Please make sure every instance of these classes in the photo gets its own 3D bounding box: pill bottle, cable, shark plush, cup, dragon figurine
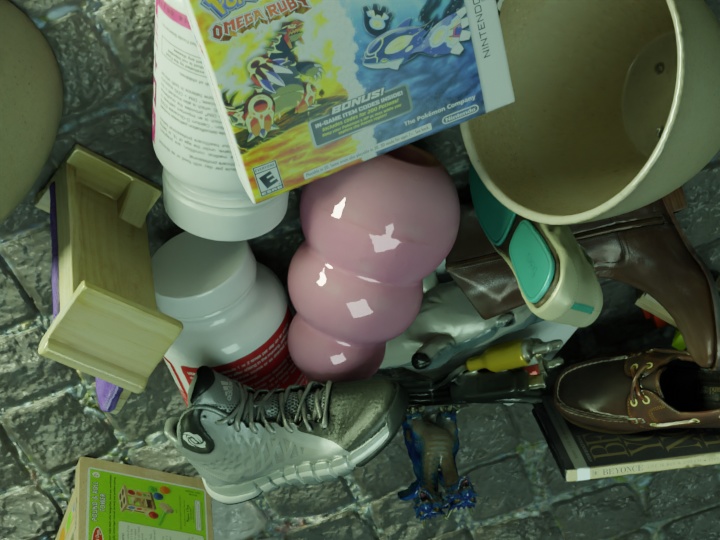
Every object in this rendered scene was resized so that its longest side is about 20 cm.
[{"bbox_3d":[-0.101,0.064,1.338,0.112,0.113,0.201,-16,130,5],"label":"pill bottle"},{"bbox_3d":[0.078,0.092,1.413,0.199,0.051,0.097,-6,161,15],"label":"cable"},{"bbox_3d":[0.095,0.034,1.365,0.199,0.091,0.083,-21,153,-18],"label":"shark plush"},{"bbox_3d":[-0.092,-0.128,1.180,0.113,0.114,0.201,0,129,-9],"label":"pill bottle"},{"bbox_3d":[0.190,-0.130,1.180,0.143,0.201,0.201,3,134,-43],"label":"cup"},{"bbox_3d":[0.060,0.167,1.400,0.058,0.100,0.200,-2,171,-4],"label":"dragon figurine"},{"bbox_3d":[-0.312,-0.087,1.162,0.199,0.144,0.201,-4,131,-5],"label":"cup"}]

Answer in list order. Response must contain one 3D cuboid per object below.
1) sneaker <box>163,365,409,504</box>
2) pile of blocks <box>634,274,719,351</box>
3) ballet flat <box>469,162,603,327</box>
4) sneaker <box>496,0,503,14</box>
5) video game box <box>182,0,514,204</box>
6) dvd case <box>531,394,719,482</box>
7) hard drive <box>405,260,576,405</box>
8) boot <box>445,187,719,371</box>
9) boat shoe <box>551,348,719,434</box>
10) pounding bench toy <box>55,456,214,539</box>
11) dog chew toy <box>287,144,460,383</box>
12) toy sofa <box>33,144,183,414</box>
[{"bbox_3d":[-0.069,0.108,1.246,0.199,0.075,0.116,-25,123,29],"label":"sneaker"},{"bbox_3d":[0.315,0.053,1.410,0.199,0.082,0.062,15,127,-20],"label":"pile of blocks"},{"bbox_3d":[0.135,-0.028,1.240,0.069,0.200,0.070,-7,130,-8],"label":"ballet flat"},{"bbox_3d":[0.081,-0.230,1.129,0.080,0.074,0.201,18,114,-33],"label":"sneaker"},{"bbox_3d":[-0.007,-0.157,1.083,0.199,0.047,0.183,-22,128,-6],"label":"video game box"},{"bbox_3d":[0.259,0.134,1.429,0.199,0.149,0.016,-7,110,-3],"label":"dvd case"},{"bbox_3d":[0.080,0.036,1.399,0.199,0.026,0.132,21,123,-24],"label":"hard drive"},{"bbox_3d":[0.172,0.015,1.305,0.199,0.187,0.064,-15,167,-6],"label":"boot"},{"bbox_3d":[0.254,0.097,1.369,0.199,0.071,0.070,-3,163,18],"label":"boat shoe"},{"bbox_3d":[-0.211,0.299,1.458,0.124,0.201,0.156,13,126,-19],"label":"pounding bench toy"},{"bbox_3d":[0.000,0.000,1.272,0.124,0.125,0.201,12,109,-18],"label":"dog chew toy"},{"bbox_3d":[-0.198,0.006,1.219,0.083,0.200,0.098,26,116,-27],"label":"toy sofa"}]
